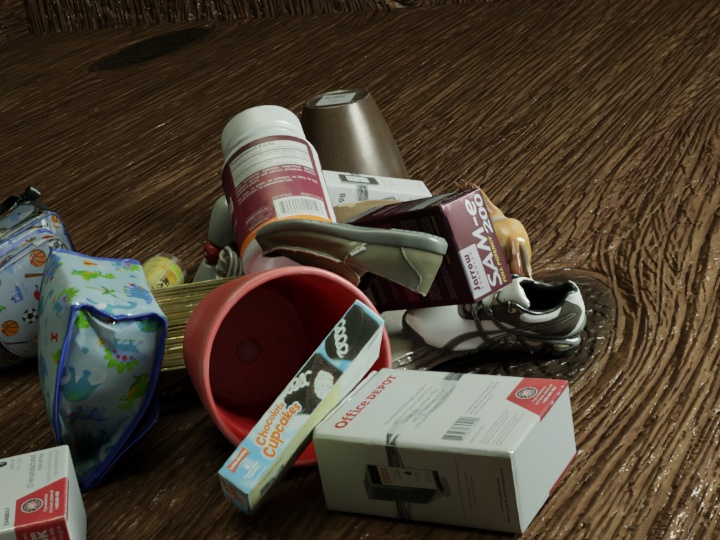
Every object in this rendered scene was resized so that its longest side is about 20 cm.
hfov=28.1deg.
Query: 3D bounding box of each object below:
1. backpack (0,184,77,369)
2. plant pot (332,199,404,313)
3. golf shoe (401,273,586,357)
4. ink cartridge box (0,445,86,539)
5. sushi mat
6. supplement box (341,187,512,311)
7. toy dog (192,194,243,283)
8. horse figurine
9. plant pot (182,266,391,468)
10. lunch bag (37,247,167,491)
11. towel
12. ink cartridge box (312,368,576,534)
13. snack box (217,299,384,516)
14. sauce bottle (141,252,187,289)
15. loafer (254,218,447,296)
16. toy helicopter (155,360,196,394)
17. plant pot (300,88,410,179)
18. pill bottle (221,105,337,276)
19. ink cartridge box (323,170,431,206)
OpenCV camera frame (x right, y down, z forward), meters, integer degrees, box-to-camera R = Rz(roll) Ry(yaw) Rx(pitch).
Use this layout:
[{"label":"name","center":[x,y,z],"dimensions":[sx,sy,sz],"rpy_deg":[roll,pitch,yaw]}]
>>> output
[{"label":"backpack","center":[-0.430,0.030,1.783],"dimensions":[0.190,0.201,0.154],"rpy_deg":[-30,24,-15]},{"label":"plant pot","center":[0.000,0.000,1.714],"dimensions":[0.200,0.093,0.201],"rpy_deg":[-10,-21,-4]},{"label":"golf shoe","center":[0.143,0.038,1.549],"dimensions":[0.199,0.095,0.078],"rpy_deg":[-1,47,0]},{"label":"ink cartridge box","center":[-0.354,0.243,1.298],"dimensions":[0.199,0.084,0.144],"rpy_deg":[-13,21,-6]},{"label":"sushi mat","center":[-0.142,0.054,1.589],"dimensions":[0.199,0.096,0.012],"rpy_deg":[-8,-14,-17]},{"label":"supplement box","center":[0.064,-0.019,1.539],"dimensions":[0.061,0.109,0.200],"rpy_deg":[-26,11,-32]},{"label":"toy dog","center":[-0.150,0.014,1.713],"dimensions":[0.096,0.200,0.132],"rpy_deg":[5,48,-28]},{"label":"horse figurine","center":[0.166,-0.023,1.698],"dimensions":[0.050,0.133,0.200],"rpy_deg":[-12,21,-6]},{"label":"plant pot","center":[-0.091,0.088,1.467],"dimensions":[0.200,0.201,0.177],"rpy_deg":[-18,11,-20]},{"label":"lunch bag","center":[-0.276,0.102,1.486],"dimensions":[0.127,0.201,0.170],"rpy_deg":[11,16,-22]},{"label":"towel","center":[0.052,0.077,1.630],"dimensions":[0.199,0.035,0.132],"rpy_deg":[-22,23,-27]},{"label":"ink cartridge box","center":[0.079,0.160,1.321],"dimensions":[0.199,0.083,0.147],"rpy_deg":[2,23,30]},{"label":"snack box","center":[-0.053,0.128,1.319],"dimensions":[0.037,0.116,0.200],"rpy_deg":[36,73,10]},{"label":"sauce bottle","center":[-0.280,0.041,1.835],"dimensions":[0.064,0.065,0.200],"rpy_deg":[-4,23,15]},{"label":"loafer","center":[-0.014,-0.011,1.449],"dimensions":[0.199,0.070,0.075],"rpy_deg":[6,-1,18]},{"label":"toy helicopter","center":[-0.260,0.116,1.644],"dimensions":[0.132,0.079,0.200],"rpy_deg":[-36,21,-33]},{"label":"plant pot","center":[-0.017,-0.144,2.008],"dimensions":[0.186,0.201,0.187],"rpy_deg":[-9,20,3]},{"label":"pill bottle","center":[-0.093,-0.081,1.604],"dimensions":[0.114,0.114,0.201],"rpy_deg":[-12,52,-6]},{"label":"ink cartridge box","center":[-0.019,-0.061,1.833],"dimensions":[0.199,0.116,0.067],"rpy_deg":[5,20,-11]}]
